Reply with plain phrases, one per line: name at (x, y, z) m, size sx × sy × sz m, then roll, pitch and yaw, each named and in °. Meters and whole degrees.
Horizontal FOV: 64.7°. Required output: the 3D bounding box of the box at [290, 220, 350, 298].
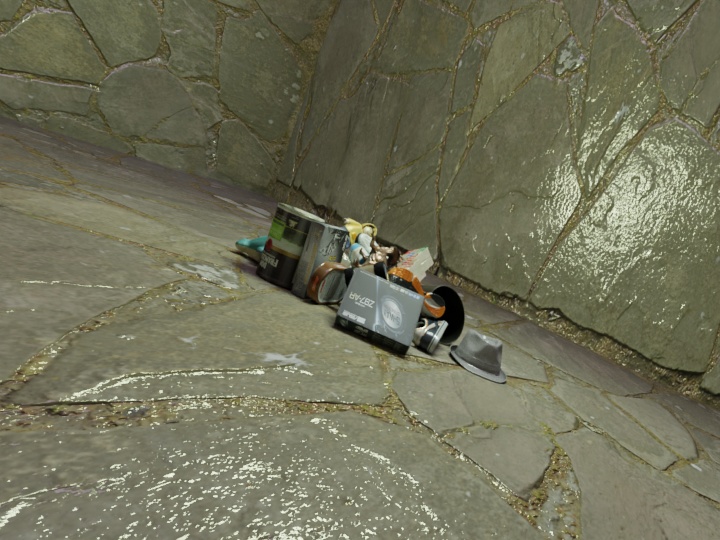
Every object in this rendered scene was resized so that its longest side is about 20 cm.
box at (-0.109, -0.027, 1.583) m, size 0.047 × 0.206 × 0.157 m, roll 20°, pitch 6°, yaw 23°

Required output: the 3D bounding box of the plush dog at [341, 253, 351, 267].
plush dog at (-0.103, -0.008, 1.785) m, size 0.195 × 0.166 × 0.170 m, roll 18°, pitch -15°, yaw -25°

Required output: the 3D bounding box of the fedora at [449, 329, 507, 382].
fedora at (0.340, 0.225, 1.590) m, size 0.172 × 0.093 × 0.200 m, roll 22°, pitch 8°, yaw 2°

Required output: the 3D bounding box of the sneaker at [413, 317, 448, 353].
sneaker at (0.194, 0.170, 1.592) m, size 0.078 × 0.080 × 0.199 m, roll 29°, pitch 10°, yaw 12°

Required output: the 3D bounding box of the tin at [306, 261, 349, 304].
tin at (-0.080, 0.036, 1.579) m, size 0.041 × 0.115 × 0.199 m, roll 24°, pitch 8°, yaw 23°

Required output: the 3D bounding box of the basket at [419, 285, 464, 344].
basket at (0.215, 0.118, 1.779) m, size 0.133 × 0.186 × 0.199 m, roll -25°, pitch 18°, yaw -18°

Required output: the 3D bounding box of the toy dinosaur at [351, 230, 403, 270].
toy dinosaur at (0.054, -0.019, 1.692) m, size 0.134 × 0.203 × 0.086 m, roll 34°, pitch -26°, yaw -7°

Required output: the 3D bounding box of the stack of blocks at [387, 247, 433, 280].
stack of blocks at (0.142, 0.003, 1.740) m, size 0.113 × 0.060 × 0.199 m, roll -9°, pitch 22°, yaw 47°

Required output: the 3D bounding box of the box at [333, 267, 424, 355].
box at (0.050, 0.100, 1.421) m, size 0.195 × 0.044 × 0.163 m, roll 23°, pitch 51°, yaw 3°

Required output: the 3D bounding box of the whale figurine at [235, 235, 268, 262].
whale figurine at (-0.283, -0.071, 1.746) m, size 0.194 × 0.107 × 0.159 m, roll 19°, pitch 4°, yaw 12°

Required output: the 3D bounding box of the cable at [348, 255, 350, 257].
cable at (0.028, 0.023, 2.008) m, size 0.199 × 0.070 × 0.199 m, roll 42°, pitch 5°, yaw 29°

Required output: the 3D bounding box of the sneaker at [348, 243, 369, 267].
sneaker at (0.000, 0.000, 1.830) m, size 0.075 × 0.203 × 0.081 m, roll -23°, pitch 53°, yaw -21°

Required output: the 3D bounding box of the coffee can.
coffee can at (-0.198, -0.069, 1.604) m, size 0.142 × 0.206 × 0.146 m, roll 20°, pitch 6°, yaw -2°

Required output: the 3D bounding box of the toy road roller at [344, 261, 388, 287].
toy road roller at (0.026, 0.081, 1.580) m, size 0.118 × 0.150 × 0.201 m, roll -9°, pitch -29°, yaw 6°

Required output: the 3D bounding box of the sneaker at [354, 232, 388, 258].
sneaker at (0.073, -0.049, 1.839) m, size 0.114 × 0.077 × 0.201 m, roll -3°, pitch -43°, yaw 50°

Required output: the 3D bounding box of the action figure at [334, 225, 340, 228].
action figure at (-0.106, -0.054, 1.935) m, size 0.118 × 0.201 × 0.103 m, roll 21°, pitch 26°, yaw -51°

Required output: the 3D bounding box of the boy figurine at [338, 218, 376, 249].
boy figurine at (-0.023, -0.110, 1.868) m, size 0.196 × 0.129 × 0.063 m, roll -11°, pitch -3°, yaw -45°

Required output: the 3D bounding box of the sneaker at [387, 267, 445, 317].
sneaker at (0.141, 0.072, 1.594) m, size 0.199 × 0.077 × 0.091 m, roll 40°, pitch -28°, yaw -17°
